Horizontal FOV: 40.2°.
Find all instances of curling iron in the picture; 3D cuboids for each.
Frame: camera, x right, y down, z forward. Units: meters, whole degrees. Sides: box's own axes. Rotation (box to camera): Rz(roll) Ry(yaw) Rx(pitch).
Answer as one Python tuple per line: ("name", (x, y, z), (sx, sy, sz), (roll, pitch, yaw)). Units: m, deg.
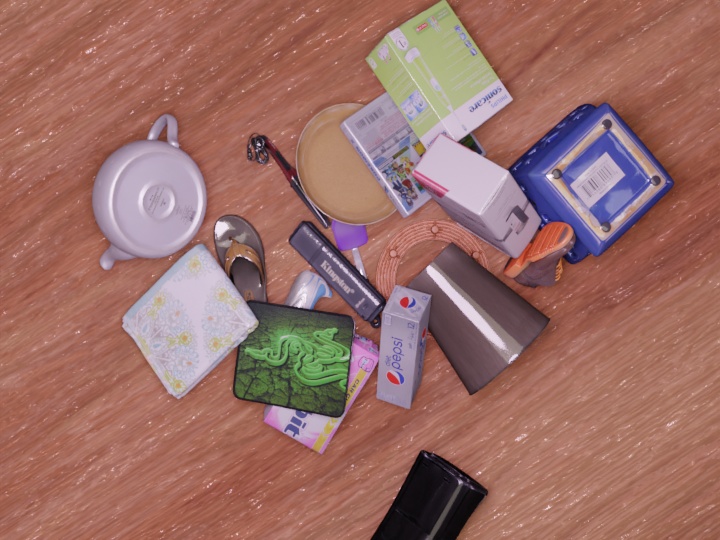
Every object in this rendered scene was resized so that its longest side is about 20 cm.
("curling iron", (-0.120, -0.147, 1.647), (0.050, 0.026, 0.200), (-43, 91, -7))

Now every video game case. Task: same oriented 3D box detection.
("video game case", (0.089, -0.213, 1.612), (0.199, 0.022, 0.184), (-37, 92, -28))

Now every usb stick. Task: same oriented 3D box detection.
("usb stick", (-0.039, 0.001, 1.637), (0.200, 0.033, 0.056), (46, 110, 4))

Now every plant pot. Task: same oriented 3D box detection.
("plant pot", (-0.012, -0.170, 1.597), (0.196, 0.027, 0.205), (3, 79, -15))
("plant pot", (0.368, -0.142, 1.583), (0.199, 0.180, 0.201), (-41, 93, 0))

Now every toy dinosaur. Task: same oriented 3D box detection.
("toy dinosaur", (-0.006, -0.183, 1.634), (0.195, 0.058, 0.103), (-1, 90, -1))

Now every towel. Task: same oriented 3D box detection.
("towel", (-0.280, 0.084, 1.608), (0.200, 0.048, 0.172), (-43, 75, 12))

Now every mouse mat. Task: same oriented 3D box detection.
("mouse mat", (-0.108, 0.140, 1.571), (0.196, 0.008, 0.165), (7, 91, 16))

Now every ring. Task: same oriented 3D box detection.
("ring", (0.123, 0.015, 1.661), (0.196, 0.019, 0.205), (0, 90, -2))

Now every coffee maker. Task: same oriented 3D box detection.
("coffee maker", (0.105, 0.407, 1.582), (0.133, 0.192, 0.202), (29, 89, 15))

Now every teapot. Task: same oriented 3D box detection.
("teapot", (-0.351, -0.123, 1.591), (0.198, 0.145, 0.201), (-29, 114, -25))

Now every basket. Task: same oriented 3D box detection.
("basket", (0.176, 0.065, 1.591), (0.180, 0.136, 0.200), (-43, 88, 10))

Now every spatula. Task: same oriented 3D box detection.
("spatula", (0.000, 0.000, 1.656), (0.055, 0.021, 0.204), (-16, 92, -1))

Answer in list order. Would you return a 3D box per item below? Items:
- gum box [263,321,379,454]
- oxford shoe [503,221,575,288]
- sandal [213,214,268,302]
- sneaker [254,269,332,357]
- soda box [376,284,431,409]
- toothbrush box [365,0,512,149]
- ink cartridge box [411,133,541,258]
("gum box", (-0.062, 0.181, 1.614), (0.112, 0.066, 0.202), (30, 98, -10))
("oxford shoe", (0.303, -0.021, 1.581), (0.072, 0.200, 0.072), (35, 71, -5))
("sandal", (-0.197, 0.001, 1.622), (0.080, 0.055, 0.204), (-10, 76, 0))
("sneaker", (-0.120, 0.096, 1.633), (0.072, 0.072, 0.201), (35, 94, -13))
("soda box", (0.068, 0.124, 1.576), (0.062, 0.069, 0.203), (15, 133, 14))
("toothbrush box", (0.127, -0.310, 1.595), (0.145, 0.086, 0.201), (-37, 91, -28))
("ink cartridge box", (0.187, -0.114, 1.549), (0.145, 0.200, 0.085), (35, 87, 31))
